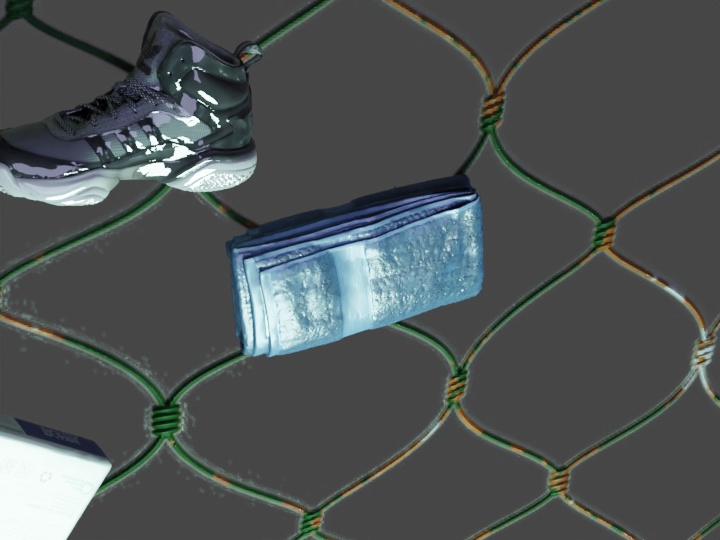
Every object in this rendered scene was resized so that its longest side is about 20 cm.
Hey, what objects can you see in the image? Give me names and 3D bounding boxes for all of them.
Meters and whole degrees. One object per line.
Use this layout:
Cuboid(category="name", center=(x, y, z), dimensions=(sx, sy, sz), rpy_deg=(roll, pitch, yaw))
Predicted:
Cuboid(category="sneaker", center=(-0.156, -0.110, 1.070), dimensions=(0.200, 0.075, 0.114), rpy_deg=(-5, 123, -29))
Cuboid(category="ink cartridge box", center=(-0.309, 0.191, 1.183), dimensions=(0.196, 0.043, 0.200), rpy_deg=(25, 101, -46))
Cuboid(category="towel", center=(0.000, 0.000, 1.231), dimensions=(0.200, 0.049, 0.112), rpy_deg=(-17, 127, -15))
